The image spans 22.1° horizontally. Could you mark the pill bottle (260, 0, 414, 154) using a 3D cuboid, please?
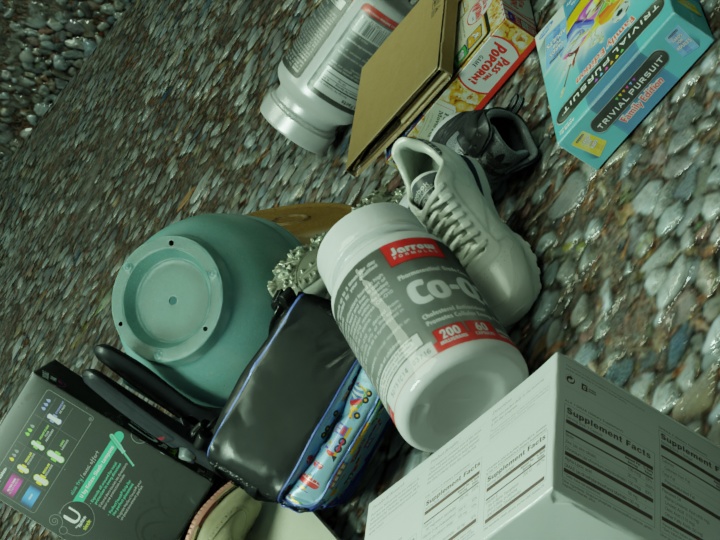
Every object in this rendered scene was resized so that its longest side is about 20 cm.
[{"bbox_3d":[-0.025,-0.244,2.160,0.200,0.116,0.116,-53,20,17],"label":"pill bottle"}]

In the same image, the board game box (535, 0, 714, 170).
[{"bbox_3d":[0.224,-0.201,1.596,0.151,0.047,0.200,-50,21,26],"label":"board game box"}]

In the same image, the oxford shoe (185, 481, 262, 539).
[{"bbox_3d":[-0.123,0.268,1.611,0.071,0.074,0.200,77,-147,-47],"label":"oxford shoe"}]

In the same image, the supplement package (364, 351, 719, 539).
[{"bbox_3d":[0.118,0.174,1.150,0.200,0.156,0.111,-43,26,38],"label":"supplement package"}]

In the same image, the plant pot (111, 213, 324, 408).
[{"bbox_3d":[-0.152,0.035,1.740,0.200,0.134,0.200,-4,81,24],"label":"plant pot"}]

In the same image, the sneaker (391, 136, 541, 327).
[{"bbox_3d":[0.085,-0.033,1.574,0.076,0.080,0.200,-42,49,16],"label":"sneaker"}]

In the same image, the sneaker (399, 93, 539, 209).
[{"bbox_3d":[0.097,-0.076,1.681,0.114,0.075,0.200,-30,36,53],"label":"sneaker"}]

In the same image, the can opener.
[{"bbox_3d":[-0.174,0.135,1.690,0.079,0.200,0.063,-22,46,40],"label":"can opener"}]

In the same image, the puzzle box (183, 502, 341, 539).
[{"bbox_3d":[-0.093,0.257,1.657,0.133,0.025,0.200,-48,28,-2],"label":"puzzle box"}]

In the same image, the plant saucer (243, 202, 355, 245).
[{"bbox_3d":[-0.070,-0.037,1.883,0.200,0.200,0.035,-145,46,-70],"label":"plant saucer"}]

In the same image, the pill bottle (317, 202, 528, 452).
[{"bbox_3d":[0.045,0.041,1.490,0.114,0.114,0.200,-52,44,21],"label":"pill bottle"}]

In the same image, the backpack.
[{"bbox_3d":[-0.039,0.122,1.643,0.183,0.134,0.200,-59,-13,-1],"label":"backpack"}]

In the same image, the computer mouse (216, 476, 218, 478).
[{"bbox_3d":[-0.178,0.189,1.934,0.053,0.139,0.200,-48,23,-23],"label":"computer mouse"}]

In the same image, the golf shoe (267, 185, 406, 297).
[{"bbox_3d":[0.000,0.000,1.706,0.078,0.097,0.200,-2,24,46],"label":"golf shoe"}]

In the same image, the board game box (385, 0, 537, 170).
[{"bbox_3d":[0.099,-0.208,1.909,0.200,0.046,0.152,-49,22,26],"label":"board game box"}]

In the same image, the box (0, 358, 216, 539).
[{"bbox_3d":[-0.252,0.192,1.764,0.124,0.200,0.149,-58,2,0],"label":"box"}]

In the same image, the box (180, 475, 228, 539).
[{"bbox_3d":[-0.165,0.311,1.801,0.158,0.050,0.200,-44,25,38],"label":"box"}]

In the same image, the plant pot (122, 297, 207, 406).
[{"bbox_3d":[-0.115,0.077,1.899,0.200,0.141,0.141,-13,49,50],"label":"plant pot"}]

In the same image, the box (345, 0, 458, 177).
[{"bbox_3d":[0.045,-0.209,1.936,0.163,0.021,0.200,-47,22,33],"label":"box"}]
